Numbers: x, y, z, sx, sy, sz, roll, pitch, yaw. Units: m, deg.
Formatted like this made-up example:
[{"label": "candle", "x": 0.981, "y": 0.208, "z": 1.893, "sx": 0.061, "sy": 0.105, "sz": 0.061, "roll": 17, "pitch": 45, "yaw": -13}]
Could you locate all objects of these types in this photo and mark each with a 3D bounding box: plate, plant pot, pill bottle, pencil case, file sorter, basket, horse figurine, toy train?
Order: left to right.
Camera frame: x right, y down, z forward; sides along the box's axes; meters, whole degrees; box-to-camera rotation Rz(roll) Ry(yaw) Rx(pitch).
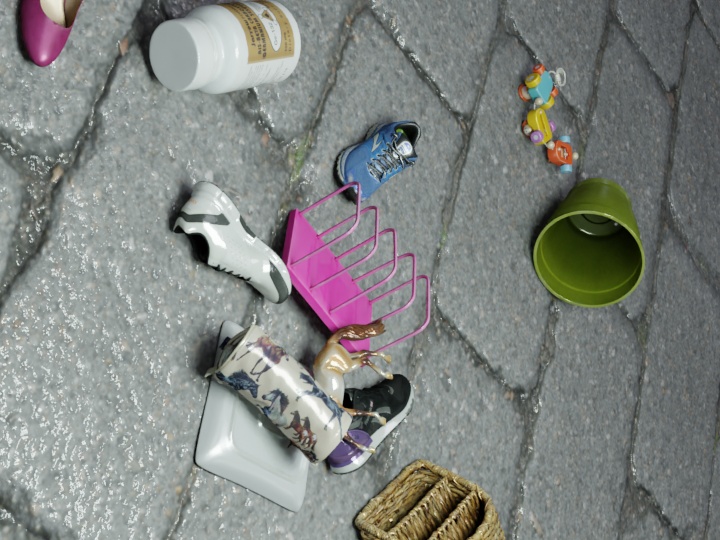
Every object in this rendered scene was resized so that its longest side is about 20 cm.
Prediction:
[{"label": "pill bottle", "x": -0.179, "y": -0.295, "z": 1.642, "sx": 0.199, "sy": 0.113, "sz": 0.116, "roll": -22, "pitch": 96, "yaw": -51}, {"label": "plate", "x": -0.121, "y": 0.191, "z": 1.632, "sx": 0.199, "sy": 0.032, "sz": 0.203, "roll": 34, "pitch": 53, "yaw": -40}, {"label": "pencil case", "x": -0.098, "y": 0.160, "z": 1.568, "sx": 0.200, "sy": 0.089, "sz": 0.078, "roll": 45, "pitch": 23, "yaw": -15}, {"label": "horse figurine", "x": -0.023, "y": 0.157, "z": 1.676, "sx": 0.131, "sy": 0.050, "sz": 0.203, "roll": 16, "pitch": 73, "yaw": -15}, {"label": "file sorter", "x": 0.000, "y": 0.000, "z": 1.736, "sx": 0.201, "sy": 0.124, "sz": 0.140, "roll": 51, "pitch": 23, "yaw": -28}, {"label": "basket", "x": 0.110, "y": 0.370, "z": 1.776, "sx": 0.199, "sy": 0.141, "sz": 0.151, "roll": -30, "pitch": 103, "yaw": -51}, {"label": "toy train", "x": 0.351, "y": -0.287, "z": 2.353, "sx": 0.149, "sy": 0.055, "sz": 0.203, "roll": 5, "pitch": 78, "yaw": -52}, {"label": "plant pot", "x": 0.431, "y": -0.069, "z": 2.294, "sx": 0.202, "sy": 0.198, "sz": 0.194, "roll": 58, "pitch": 30, "yaw": -21}]

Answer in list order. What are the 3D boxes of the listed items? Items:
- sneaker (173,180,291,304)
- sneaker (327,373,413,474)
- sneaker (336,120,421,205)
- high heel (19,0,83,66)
[{"label": "sneaker", "x": -0.169, "y": -0.020, "z": 1.621, "sx": 0.200, "sy": 0.073, "sz": 0.080, "roll": 49, "pitch": 62, "yaw": -25}, {"label": "sneaker", "x": 0.009, "y": 0.192, "z": 1.754, "sx": 0.200, "sy": 0.075, "sz": 0.088, "roll": -48, "pitch": 120, "yaw": -46}, {"label": "sneaker", "x": 0.033, "y": -0.175, "z": 1.890, "sx": 0.079, "sy": 0.088, "sz": 0.201, "roll": 56, "pitch": 42, "yaw": -21}, {"label": "high heel", "x": -0.344, "y": -0.338, "z": 1.464, "sx": 0.067, "sy": 0.095, "sz": 0.203, "roll": 26, "pitch": 60, "yaw": -44}]
